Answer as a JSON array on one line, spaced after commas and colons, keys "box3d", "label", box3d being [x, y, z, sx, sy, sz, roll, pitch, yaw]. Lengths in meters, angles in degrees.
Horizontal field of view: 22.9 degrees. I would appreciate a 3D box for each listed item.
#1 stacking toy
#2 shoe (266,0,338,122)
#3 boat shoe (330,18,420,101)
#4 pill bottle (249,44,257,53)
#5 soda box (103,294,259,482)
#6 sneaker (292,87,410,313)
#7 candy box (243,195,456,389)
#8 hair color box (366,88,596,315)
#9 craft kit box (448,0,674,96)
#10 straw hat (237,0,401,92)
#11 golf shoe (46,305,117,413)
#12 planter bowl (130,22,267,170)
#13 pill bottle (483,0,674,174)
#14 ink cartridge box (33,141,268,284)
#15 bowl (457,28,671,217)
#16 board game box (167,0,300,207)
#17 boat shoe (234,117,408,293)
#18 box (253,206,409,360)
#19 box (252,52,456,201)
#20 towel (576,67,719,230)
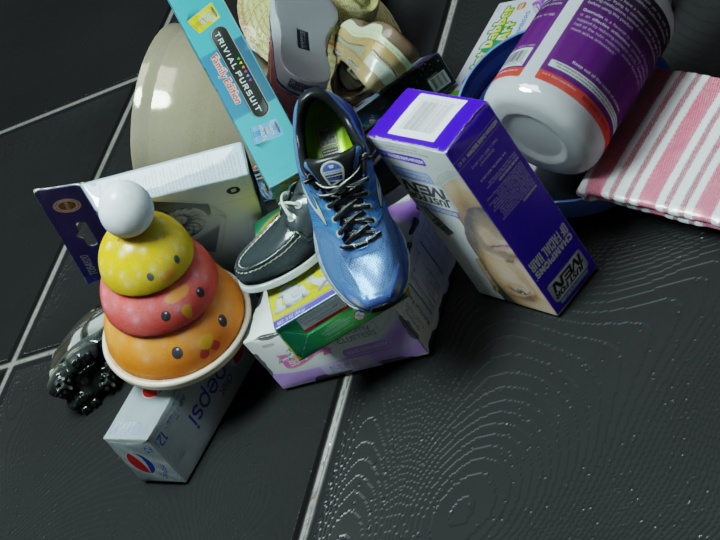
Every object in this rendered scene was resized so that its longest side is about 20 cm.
[{"box3d": [-0.191, -0.002, 1.592, 0.145, 0.200, 0.147, -10, 47, 11], "label": "stacking toy"}, {"box3d": [-0.070, -0.207, 1.787, 0.201, 0.071, 0.091, -92, 22, -52], "label": "shoe"}, {"box3d": [-0.003, -0.205, 1.772, 0.076, 0.072, 0.200, -51, 9, -3], "label": "boat shoe"}, {"box3d": [-0.065, -0.285, 2.025, 0.114, 0.114, 0.201, -7, 44, 40], "label": "pill bottle"}, {"box3d": [-0.159, 0.102, 1.685, 0.063, 0.068, 0.201, -3, 47, 40], "label": "soda box"}, {"box3d": [-0.017, -0.060, 1.467, 0.078, 0.089, 0.201, -21, 76, 6], "label": "sneaker"}, {"box3d": [0.000, 0.000, 1.649, 0.167, 0.072, 0.201, -15, 39, 32], "label": "candy box"}, {"box3d": [0.103, -0.057, 1.496, 0.065, 0.200, 0.109, -50, 34, -16], "label": "hair color box"}, {"box3d": [0.183, -0.195, 1.736, 0.197, 0.049, 0.201, -7, 44, 44], "label": "craft kit box"}, {"box3d": [-0.026, -0.287, 1.904, 0.085, 0.200, 0.202, 119, 173, -49], "label": "straw hat"}, {"box3d": [-0.244, 0.052, 1.824, 0.200, 0.078, 0.095, -37, 32, 1], "label": "golf shoe"}, {"box3d": [-0.146, -0.157, 1.904, 0.134, 0.201, 0.201, 8, 49, 15], "label": "planter bowl"}, {"box3d": [0.197, -0.188, 1.529, 0.112, 0.113, 0.200, 7, 57, 49], "label": "pill bottle"}, {"box3d": [-0.186, -0.037, 1.681, 0.199, 0.200, 0.041, -13, 64, 2], "label": "ink cartridge box"}, {"box3d": [0.185, -0.134, 1.589, 0.199, 0.039, 0.202, -6, 58, 10], "label": "bowl"}, {"box3d": [-0.104, -0.160, 1.634, 0.047, 0.201, 0.151, -29, -7, -1], "label": "board game box"}, {"box3d": [-0.036, -0.060, 1.550, 0.200, 0.060, 0.076, -39, 34, -5], "label": "boat shoe"}, {"box3d": [-0.030, -0.018, 1.591, 0.117, 0.048, 0.200, -31, 32, 9], "label": "box"}, {"box3d": [-0.012, -0.144, 1.799, 0.200, 0.038, 0.136, -37, 12, -18], "label": "box"}, {"box3d": [0.293, -0.097, 1.484, 0.199, 0.030, 0.147, 16, 62, 38], "label": "towel"}]
